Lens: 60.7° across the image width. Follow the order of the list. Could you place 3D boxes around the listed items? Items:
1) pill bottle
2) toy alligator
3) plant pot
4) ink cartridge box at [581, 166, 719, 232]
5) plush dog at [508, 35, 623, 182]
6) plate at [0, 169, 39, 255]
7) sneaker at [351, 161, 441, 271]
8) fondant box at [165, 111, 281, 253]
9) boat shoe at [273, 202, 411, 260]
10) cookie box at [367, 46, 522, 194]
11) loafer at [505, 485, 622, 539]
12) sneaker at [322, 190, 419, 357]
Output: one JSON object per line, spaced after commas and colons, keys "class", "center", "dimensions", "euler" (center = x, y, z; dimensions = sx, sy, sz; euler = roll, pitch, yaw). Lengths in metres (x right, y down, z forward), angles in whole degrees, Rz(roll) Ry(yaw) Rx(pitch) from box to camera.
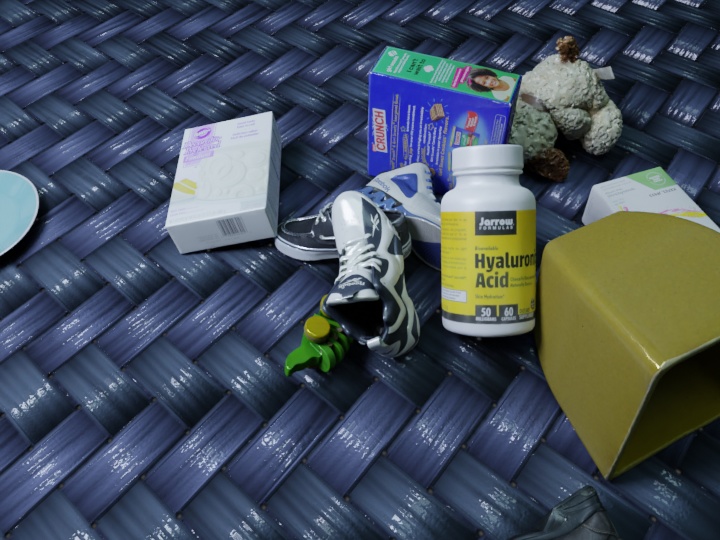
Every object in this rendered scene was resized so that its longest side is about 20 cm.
{"class": "pill bottle", "center": [0.145, -0.035, 0.703], "dimensions": [0.107, 0.208, 0.111], "euler": [-2, 5, 0]}
{"class": "toy alligator", "center": [-0.025, 0.060, 0.730], "dimensions": [0.053, 0.060, 0.201], "euler": [25, 42, 8]}
{"class": "plant pot", "center": [0.290, 0.052, 0.653], "dimensions": [0.190, 0.198, 0.202], "euler": [-20, 47, -15]}
{"class": "ink cartridge box", "center": [0.392, -0.034, 0.792], "dimensions": [0.114, 0.068, 0.203], "euler": [-15, 52, -12]}
{"class": "plush dog", "center": [0.272, -0.234, 0.924], "dimensions": [0.173, 0.160, 0.199], "euler": [-48, 59, -2]}
{"class": "plate", "center": [-0.548, -0.064, 0.861], "dimensions": [0.193, 0.026, 0.205], "euler": [0, 51, 0]}
{"class": "sneaker", "center": [0.083, -0.089, 0.834], "dimensions": [0.196, 0.082, 0.116], "euler": [28, 58, 24]}
{"class": "fondant box", "center": [-0.188, -0.128, 0.872], "dimensions": [0.139, 0.059, 0.204], "euler": [-10, 49, 7]}
{"class": "boat shoe", "center": [-0.030, -0.056, 0.801], "dimensions": [0.194, 0.069, 0.072], "euler": [7, 43, 24]}
{"class": "cookie box", "center": [0.111, -0.201, 0.867], "dimensions": [0.194, 0.174, 0.076], "euler": [17, 49, 14]}
{"class": "loafer", "center": [0.156, 0.273, 0.548], "dimensions": [0.196, 0.074, 0.073], "euler": [-26, 59, -17]}
{"class": "sneaker", "center": [0.000, 0.000, 0.687], "dimensions": [0.077, 0.129, 0.206], "euler": [-15, 83, 18]}
